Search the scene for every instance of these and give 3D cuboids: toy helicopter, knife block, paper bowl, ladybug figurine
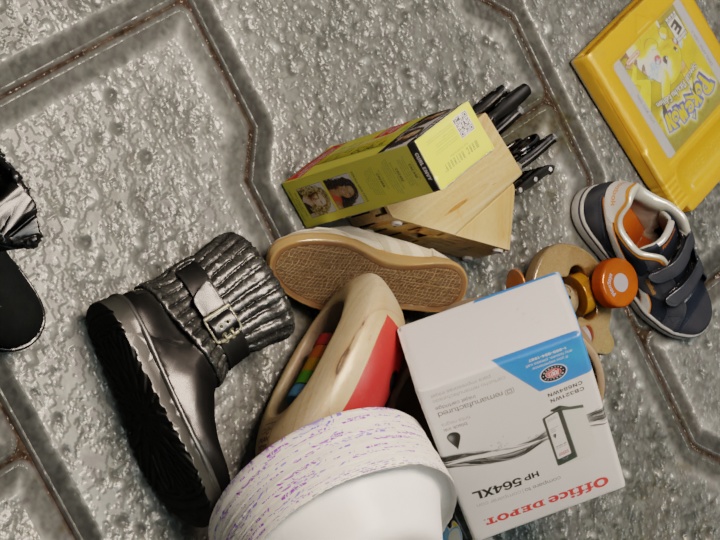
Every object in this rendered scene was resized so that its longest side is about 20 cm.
[{"bbox_3d":[0.181,0.074,1.842,0.131,0.079,0.202,11,79,-33],"label":"toy helicopter"},{"bbox_3d":[0.089,-0.106,1.814,0.199,0.064,0.177,14,73,-33],"label":"knife block"},{"bbox_3d":[-0.014,0.213,1.589,0.199,0.201,0.105,-6,49,-36],"label":"paper bowl"},{"bbox_3d":[-0.020,0.098,1.651,0.072,0.136,0.201,34,68,-14],"label":"ladybug figurine"}]

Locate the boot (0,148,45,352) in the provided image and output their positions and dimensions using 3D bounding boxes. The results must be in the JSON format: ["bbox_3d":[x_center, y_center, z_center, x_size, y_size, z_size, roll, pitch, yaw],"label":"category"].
[{"bbox_3d":[-0.283,-0.024,1.471,0.199,0.162,0.073,52,59,-17],"label":"boot"}]

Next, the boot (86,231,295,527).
[{"bbox_3d":[-0.117,0.087,1.621,0.157,0.079,0.213,-25,96,-36],"label":"boot"}]

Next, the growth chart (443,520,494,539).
[{"bbox_3d":[0.060,0.289,1.751,0.199,0.018,0.146,20,70,-32],"label":"growth chart"}]

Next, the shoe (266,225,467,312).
[{"bbox_3d":[0.000,0.000,1.744,0.198,0.053,0.071,10,109,-30],"label":"shoe"}]

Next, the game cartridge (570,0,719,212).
[{"bbox_3d":[0.319,-0.180,2.012,0.176,0.032,0.201,-45,107,-32],"label":"game cartridge"}]

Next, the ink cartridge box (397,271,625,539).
[{"bbox_3d":[0.130,0.117,1.660,0.085,0.145,0.201,-107,176,-49],"label":"ink cartridge box"}]

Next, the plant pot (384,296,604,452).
[{"bbox_3d":[0.110,0.092,1.750,0.200,0.201,0.093,25,28,-30],"label":"plant pot"}]

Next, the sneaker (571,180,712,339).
[{"bbox_3d":[0.294,-0.008,1.935,0.200,0.079,0.079,44,59,-23],"label":"sneaker"}]

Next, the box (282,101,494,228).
[{"bbox_3d":[0.021,-0.088,1.676,0.075,0.199,0.050,-38,104,-33],"label":"box"}]
